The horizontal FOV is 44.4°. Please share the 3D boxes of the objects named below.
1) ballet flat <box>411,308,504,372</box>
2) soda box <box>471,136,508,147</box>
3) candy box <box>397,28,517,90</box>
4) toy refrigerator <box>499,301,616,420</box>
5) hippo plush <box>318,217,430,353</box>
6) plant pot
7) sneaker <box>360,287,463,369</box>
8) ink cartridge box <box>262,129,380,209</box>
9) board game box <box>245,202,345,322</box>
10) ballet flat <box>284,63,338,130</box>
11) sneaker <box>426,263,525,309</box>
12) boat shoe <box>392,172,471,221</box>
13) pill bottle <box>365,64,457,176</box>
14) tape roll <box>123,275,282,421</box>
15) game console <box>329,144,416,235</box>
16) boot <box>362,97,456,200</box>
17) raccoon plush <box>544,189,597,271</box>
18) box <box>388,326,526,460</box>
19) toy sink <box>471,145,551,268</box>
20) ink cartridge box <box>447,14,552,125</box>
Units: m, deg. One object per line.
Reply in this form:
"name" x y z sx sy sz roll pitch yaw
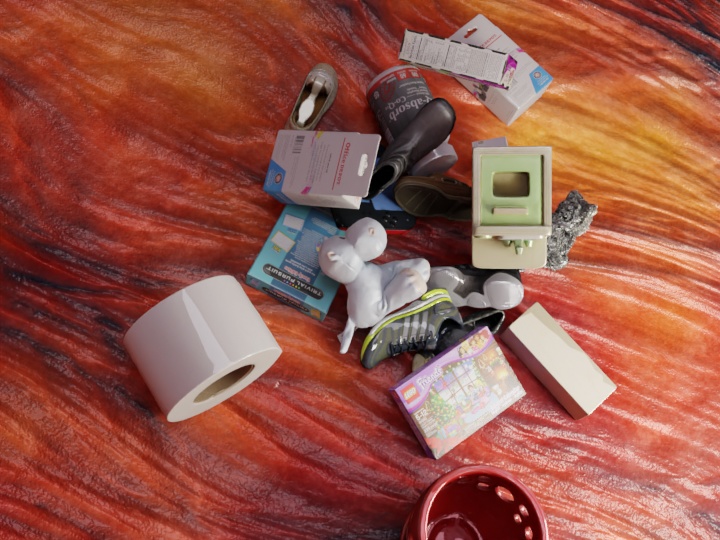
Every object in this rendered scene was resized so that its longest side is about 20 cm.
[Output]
"ballet flat" 0.167 0.120 1.527 0.200 0.057 0.067 -34 80 -23
"soda box" 0.250 -0.161 1.616 0.068 0.064 0.200 -9 42 7
"candy box" 0.184 -0.393 1.650 0.199 0.136 0.061 19 102 15
"toy refrigerator" 0.343 0.160 1.546 0.076 0.070 0.200 -39 79 -18
"hippo plush" 0.000 0.000 1.469 0.200 0.159 0.161 -36 101 4
"plant pot" 0.160 0.407 1.330 0.200 0.183 0.201 5 67 -11
"sneaker" 0.087 0.108 1.487 0.200 0.074 0.081 -34 57 -13
"ink cartridge box" -0.053 -0.170 1.487 0.199 0.068 0.116 7 76 27
"board game box" -0.089 -0.032 1.541 0.151 0.047 0.200 27 64 -1
"ballet flat" -0.085 -0.324 1.661 0.067 0.062 0.201 21 64 -4
"sneaker" 0.197 0.010 1.577 0.199 0.076 0.114 7 33 15
"boat shoe" 0.133 -0.141 1.609 0.200 0.072 0.068 14 47 -38
"pill bottle" 0.098 -0.274 1.652 0.116 0.116 0.200 -19 72 -20
"tape roll" -0.243 0.119 1.354 0.202 0.203 0.139 -29 76 -23
"game console" 0.005 -0.153 1.582 0.176 0.031 0.200 3 57 -39
"boot" 0.079 -0.200 1.513 0.070 0.200 0.132 41 39 0
"raccoon plush" 0.343 -0.075 1.579 0.097 0.134 0.200 42 29 26
"box" 0.163 0.203 1.473 0.200 0.039 0.137 -33 94 -19
"toy sink" 0.249 -0.102 1.466 0.130 0.112 0.201 1 92 7
"ink cartridge box" 0.268 -0.403 1.766 0.200 0.068 0.115 45 66 8
